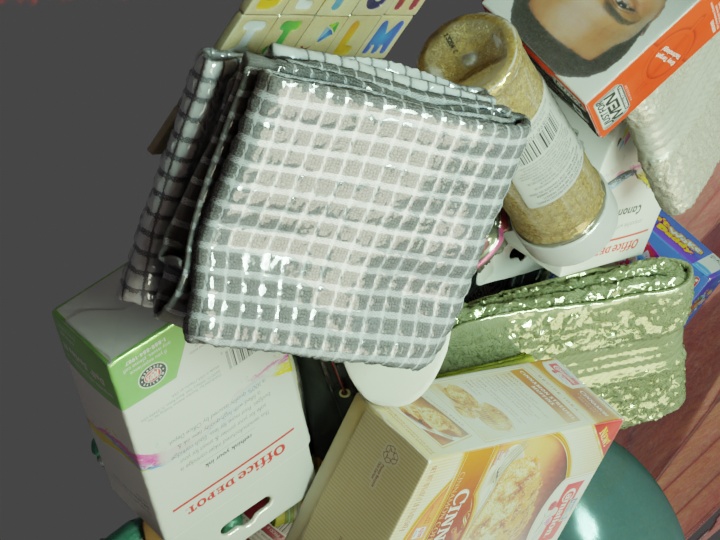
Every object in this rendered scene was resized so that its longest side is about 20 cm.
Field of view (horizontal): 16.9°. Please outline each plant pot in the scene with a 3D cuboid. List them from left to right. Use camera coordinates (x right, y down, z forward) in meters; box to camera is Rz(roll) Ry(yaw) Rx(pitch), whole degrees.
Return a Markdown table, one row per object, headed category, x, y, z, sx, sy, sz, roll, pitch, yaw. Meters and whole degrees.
| category | x | y | z | sx | sy | sz | roll | pitch | yaw |
| --- | --- | --- | --- | --- | --- | --- | --- | --- | --- |
| plant pot | 0.177 | 0.212 | 2.131 | 0.200 | 0.200 | 0.135 | -31 | 120 | -27 |

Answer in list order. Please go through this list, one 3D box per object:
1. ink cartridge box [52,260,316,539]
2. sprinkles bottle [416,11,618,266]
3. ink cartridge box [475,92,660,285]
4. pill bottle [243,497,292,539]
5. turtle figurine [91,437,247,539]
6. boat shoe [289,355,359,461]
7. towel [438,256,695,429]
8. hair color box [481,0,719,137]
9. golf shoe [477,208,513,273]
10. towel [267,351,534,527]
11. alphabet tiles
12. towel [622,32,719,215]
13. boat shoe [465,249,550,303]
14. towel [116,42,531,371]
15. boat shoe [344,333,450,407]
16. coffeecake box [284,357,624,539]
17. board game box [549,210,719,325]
| category | x | y | z | sx | sy | sz | roll | pitch | yaw |
| --- | --- | --- | --- | --- | --- | --- | --- | --- | --- |
| ink cartridge box | -0.102 | 0.080 | 1.461 | 0.117 | 0.067 | 0.200 | -33 | 137 | -22 |
| sprinkles bottle | 0.101 | -0.079 | 1.510 | 0.068 | 0.068 | 0.200 | -42 | 141 | -3 |
| ink cartridge box | 0.162 | -0.069 | 1.660 | 0.116 | 0.067 | 0.200 | -13 | 131 | -52 |
| pill bottle | -0.102 | 0.198 | 1.694 | 0.200 | 0.110 | 0.110 | -46 | 158 | 8 |
| turtle figurine | -0.120 | 0.170 | 1.588 | 0.200 | 0.150 | 0.101 | -51 | 172 | 22 |
| boat shoe | -0.026 | 0.034 | 1.511 | 0.063 | 0.074 | 0.201 | -10 | 127 | -1 |
| towel | 0.139 | 0.067 | 1.706 | 0.200 | 0.036 | 0.148 | -12 | 131 | -12 |
| hair color box | 0.184 | -0.189 | 1.488 | 0.200 | 0.102 | 0.061 | -43 | 157 | -1 |
| golf shoe | 0.000 | 0.000 | 1.584 | 0.200 | 0.073 | 0.092 | -43 | 130 | 4 |
| towel | 0.027 | 0.113 | 1.636 | 0.200 | 0.018 | 0.086 | -12 | 118 | -22 |
| alphabet tiles | -0.034 | -0.120 | 1.369 | 0.166 | 0.006 | 0.200 | -7 | 139 | -55 |
| towel | 0.230 | -0.147 | 1.592 | 0.200 | 0.034 | 0.133 | -58 | 138 | -28 |
| boat shoe | 0.057 | 0.041 | 1.729 | 0.199 | 0.075 | 0.066 | -39 | 156 | -11 |
| towel | -0.016 | -0.033 | 1.335 | 0.200 | 0.086 | 0.166 | 7 | 114 | -36 |
| boat shoe | 0.019 | -0.020 | 1.461 | 0.072 | 0.200 | 0.069 | -5 | -166 | 9 |
| coffeecake box | 0.057 | 0.146 | 1.570 | 0.200 | 0.073 | 0.154 | -8 | 131 | -47 |
| board game box | 0.160 | 0.031 | 1.798 | 0.200 | 0.134 | 0.045 | -54 | 164 | 27 |
